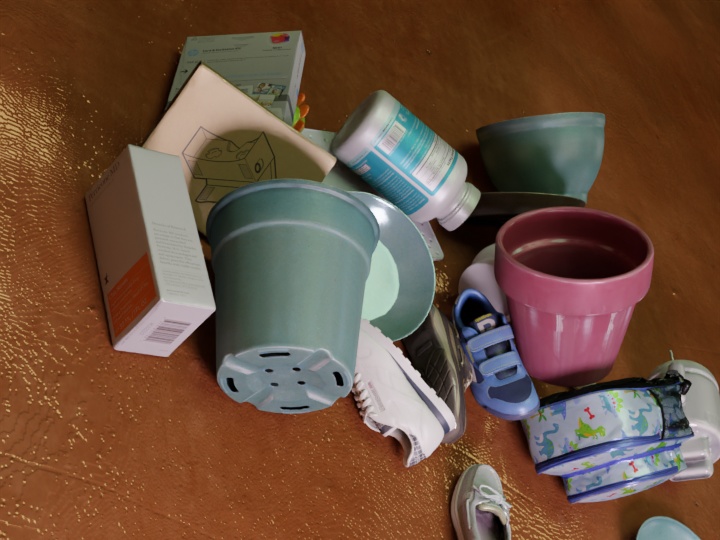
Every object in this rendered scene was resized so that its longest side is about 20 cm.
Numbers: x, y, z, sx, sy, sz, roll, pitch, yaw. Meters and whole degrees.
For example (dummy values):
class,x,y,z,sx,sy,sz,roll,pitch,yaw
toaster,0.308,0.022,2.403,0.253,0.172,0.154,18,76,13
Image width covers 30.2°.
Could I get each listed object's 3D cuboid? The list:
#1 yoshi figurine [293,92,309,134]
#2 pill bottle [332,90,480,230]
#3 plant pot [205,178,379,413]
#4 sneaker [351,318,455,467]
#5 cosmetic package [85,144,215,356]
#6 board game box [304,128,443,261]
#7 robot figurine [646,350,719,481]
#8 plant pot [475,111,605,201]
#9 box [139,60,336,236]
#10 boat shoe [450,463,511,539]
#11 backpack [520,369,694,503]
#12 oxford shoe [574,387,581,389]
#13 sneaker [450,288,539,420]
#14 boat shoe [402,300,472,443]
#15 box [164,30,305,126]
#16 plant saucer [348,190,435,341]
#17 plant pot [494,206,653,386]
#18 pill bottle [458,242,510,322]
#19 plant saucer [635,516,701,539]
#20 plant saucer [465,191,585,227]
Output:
class,x,y,z,sx,sy,sz,roll,pitch,yaw
yoshi figurine,-0.125,-0.145,1.676,0.111,0.113,0.201,8,57,1
pill bottle,0.067,-0.141,1.797,0.200,0.111,0.111,39,36,-15
plant pot,-0.079,0.038,1.466,0.199,0.200,0.197,24,51,-31
sneaker,0.022,0.136,1.568,0.080,0.076,0.200,-42,87,-16
cosmetic package,-0.227,-0.021,1.421,0.071,0.101,0.201,12,49,-40
board game box,0.005,-0.097,1.807,0.199,0.026,0.201,3,57,-46
robot figurine,0.473,0.213,1.954,0.201,0.112,0.170,-83,162,-46
plant pot,0.282,-0.160,2.048,0.199,0.199,0.135,-3,87,-48
box,-0.152,-0.121,1.552,0.199,0.164,0.021,35,7,-20
boat shoe,0.149,0.307,1.557,0.074,0.065,0.203,35,38,-20
backpack,0.317,0.219,1.719,0.199,0.182,0.148,6,66,-46
oxford shoe,0.317,0.085,1.876,0.075,0.057,0.202,-37,125,-48
sneaker,0.166,0.106,1.709,0.073,0.083,0.201,-17,48,-16
boat shoe,0.109,0.127,1.673,0.073,0.074,0.201,21,45,-35
box,-0.156,-0.223,1.656,0.201,0.154,0.041,-85,170,-45
plant saucer,0.000,0.000,1.671,0.200,0.039,0.203,12,65,-26
plant pot,0.270,0.040,1.718,0.198,0.180,0.200,-1,30,1
pill bottle,0.220,0.009,1.870,0.199,0.112,0.112,-20,73,-53
plant saucer,0.424,0.426,1.772,0.199,0.036,0.201,28,41,-27
plant saucer,0.223,-0.084,1.913,0.199,0.199,0.032,8,82,-43
